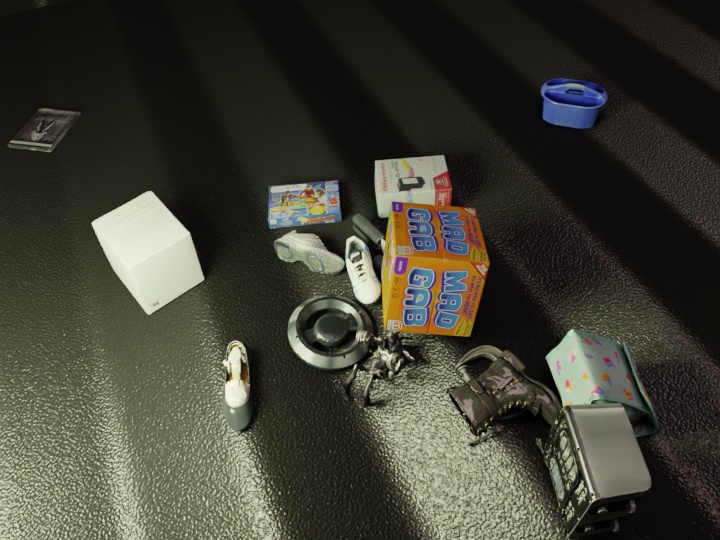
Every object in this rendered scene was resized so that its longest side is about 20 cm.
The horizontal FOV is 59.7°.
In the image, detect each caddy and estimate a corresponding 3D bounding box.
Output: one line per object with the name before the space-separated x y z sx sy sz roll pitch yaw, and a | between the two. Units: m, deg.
caddy | 0.643 -0.518 1.900 0.194 0.107 0.144 12 51 13

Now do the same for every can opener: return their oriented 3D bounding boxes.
can opener | 0.032 -0.065 1.575 0.066 0.054 0.200 -28 52 -22

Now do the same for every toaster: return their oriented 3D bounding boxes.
toaster | 0.406 0.345 1.109 0.115 0.184 0.204 -3 48 -3

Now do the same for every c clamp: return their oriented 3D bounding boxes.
c clamp | 0.261 0.246 1.304 0.166 0.027 0.203 -14 50 -9

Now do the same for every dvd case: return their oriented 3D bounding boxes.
dvd case | -1.007 -0.452 2.005 0.144 0.016 0.203 7 49 8

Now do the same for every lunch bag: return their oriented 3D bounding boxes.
lunch bag | 0.492 0.227 1.242 0.195 0.123 0.173 15 42 -17

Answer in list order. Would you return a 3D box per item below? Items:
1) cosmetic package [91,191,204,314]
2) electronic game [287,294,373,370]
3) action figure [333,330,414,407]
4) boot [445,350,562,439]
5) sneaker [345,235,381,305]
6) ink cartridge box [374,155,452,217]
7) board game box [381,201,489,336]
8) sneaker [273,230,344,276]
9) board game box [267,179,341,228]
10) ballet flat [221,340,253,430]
cosmetic package | -0.509 -0.045 1.513 0.165 0.170 0.199 -33 55 -25
electronic game | -0.067 0.136 1.410 0.193 0.042 0.204 4 49 -5
action figure | 0.038 0.188 1.321 0.117 0.104 0.201 26 58 26
boot | 0.283 0.272 1.238 0.172 0.070 0.200 -34 64 -21
sneaker | 0.000 0.000 1.500 0.071 0.073 0.203 -27 45 9
ink cartridge box | 0.138 -0.227 1.691 0.193 0.084 0.149 -5 49 -1
board game box | 0.154 -0.004 1.380 0.193 0.204 0.203 4 38 -4
sneaker | -0.120 -0.054 1.565 0.196 0.076 0.087 23 48 21
board game box | -0.151 -0.182 1.700 0.193 0.035 0.138 -5 48 -1
ballet flat | -0.261 0.233 1.320 0.071 0.074 0.204 -6 49 -2
